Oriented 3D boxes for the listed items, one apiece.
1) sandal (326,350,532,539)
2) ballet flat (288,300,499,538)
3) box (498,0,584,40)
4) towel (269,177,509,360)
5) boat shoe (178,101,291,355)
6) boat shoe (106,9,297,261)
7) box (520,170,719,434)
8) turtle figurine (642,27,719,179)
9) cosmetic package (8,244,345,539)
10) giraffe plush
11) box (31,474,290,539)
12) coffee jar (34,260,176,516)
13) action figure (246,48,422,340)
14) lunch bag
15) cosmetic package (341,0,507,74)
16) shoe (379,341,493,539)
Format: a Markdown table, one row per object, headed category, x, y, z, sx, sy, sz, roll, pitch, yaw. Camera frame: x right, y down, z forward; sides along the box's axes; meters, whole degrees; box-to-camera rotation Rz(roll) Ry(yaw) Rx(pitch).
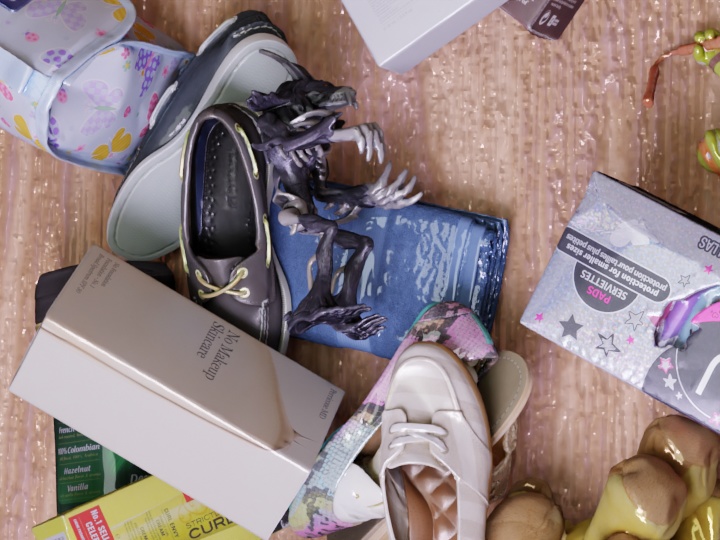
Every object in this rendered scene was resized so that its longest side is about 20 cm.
| category | x | y | z | sx | sy | sz | roll | pitch | yaw |
| --- | --- | --- | --- | --- | --- | --- | --- | --- | --- |
| sandal | 0.067 | 0.135 | 1.622 | 0.212 | 0.069 | 0.078 | -45 | 35 | 29 |
| ballet flat | 0.023 | 0.114 | 1.582 | 0.201 | 0.069 | 0.071 | -55 | 51 | 14 |
| box | 0.141 | -0.266 | 1.595 | 0.100 | 0.075 | 0.201 | 38 | 103 | 17 |
| towel | 0.000 | 0.000 | 1.651 | 0.198 | 0.048 | 0.113 | 12 | 93 | 19 |
| boat shoe | -0.092 | -0.013 | 1.623 | 0.071 | 0.061 | 0.203 | -2 | 94 | 20 |
| boat shoe | -0.116 | -0.095 | 1.690 | 0.200 | 0.075 | 0.060 | -48 | 35 | 15 |
| box | 0.222 | 0.034 | 1.525 | 0.199 | 0.132 | 0.115 | 28 | 96 | 18 |
| turtle figurine | 0.281 | -0.099 | 1.534 | 0.161 | 0.064 | 0.201 | -32 | 44 | 10 |
| cosmetic package | -0.120 | 0.080 | 1.572 | 0.199 | 0.104 | 0.073 | 29 | 123 | -4 |
| giraffe plush | 0.147 | 0.192 | 1.557 | 0.161 | 0.173 | 0.201 | 9 | 127 | 30 |
| box | -0.121 | 0.167 | 1.612 | 0.050 | 0.199 | 0.076 | -26 | 85 | 53 |
| coffee jar | -0.171 | 0.093 | 1.678 | 0.085 | 0.104 | 0.202 | -11 | 85 | 43 |
| action figure | -0.016 | -0.058 | 1.576 | 0.101 | 0.119 | 0.202 | -14 | 73 | 20 |
| lunch bag | -0.231 | -0.157 | 1.658 | 0.169 | 0.200 | 0.128 | 30 | 99 | 19 |
| cosmetic package | 0.063 | -0.248 | 1.559 | 0.199 | 0.052 | 0.152 | -33 | 78 | 17 |
| shoe | 0.049 | 0.144 | 1.516 | 0.069 | 0.053 | 0.202 | -7 | 83 | 14 |
